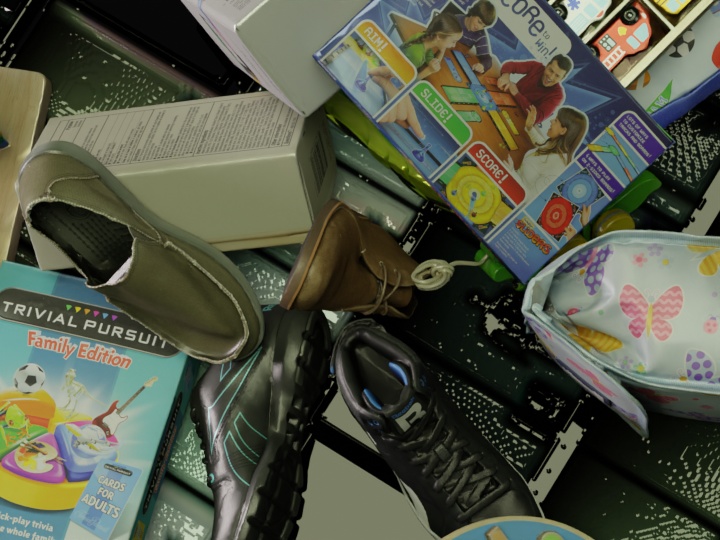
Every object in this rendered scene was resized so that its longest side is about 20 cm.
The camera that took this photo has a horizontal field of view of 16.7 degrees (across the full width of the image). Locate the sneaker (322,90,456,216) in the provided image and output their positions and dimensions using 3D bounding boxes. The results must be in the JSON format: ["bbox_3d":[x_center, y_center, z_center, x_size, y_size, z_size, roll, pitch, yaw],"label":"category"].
[{"bbox_3d":[0.039,-0.108,1.704,0.200,0.074,0.084,41,89,14],"label":"sneaker"}]

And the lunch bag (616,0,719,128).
[{"bbox_3d":[0.176,-0.188,1.680,0.170,0.124,0.200,-36,66,0],"label":"lunch bag"}]

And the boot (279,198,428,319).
[{"bbox_3d":[0.000,0.000,1.622,0.075,0.200,0.074,29,101,10],"label":"boot"}]

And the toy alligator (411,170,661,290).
[{"bbox_3d":[0.120,-0.013,1.664,0.199,0.054,0.059,-24,44,-22],"label":"toy alligator"}]

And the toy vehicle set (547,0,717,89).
[{"bbox_3d":[0.143,-0.175,1.610,0.200,0.027,0.124,-45,84,0],"label":"toy vehicle set"}]

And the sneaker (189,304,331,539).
[{"bbox_3d":[-0.077,0.116,1.678,0.079,0.075,0.201,7,70,20],"label":"sneaker"}]

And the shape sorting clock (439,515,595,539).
[{"bbox_3d":[0.103,0.260,1.595,0.199,0.039,0.201,2,82,-14],"label":"shape sorting clock"}]

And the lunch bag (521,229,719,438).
[{"bbox_3d":[0.205,0.042,1.599,0.199,0.170,0.128,6,81,6],"label":"lunch bag"}]

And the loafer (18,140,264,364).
[{"bbox_3d":[-0.151,0.001,1.622,0.200,0.070,0.075,38,119,-12],"label":"loafer"}]

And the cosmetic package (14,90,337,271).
[{"bbox_3d":[-0.124,-0.064,1.682,0.199,0.104,0.073,-6,120,14],"label":"cosmetic package"}]

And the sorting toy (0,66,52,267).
[{"bbox_3d":[-0.341,-0.064,1.746,0.198,0.070,0.201,9,78,9],"label":"sorting toy"}]

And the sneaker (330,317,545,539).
[{"bbox_3d":[0.045,0.119,1.631,0.073,0.112,0.200,-41,75,-2],"label":"sneaker"}]

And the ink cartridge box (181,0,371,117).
[{"bbox_3d":[-0.033,-0.197,1.668,0.145,0.200,0.084,-41,112,-3],"label":"ink cartridge box"}]

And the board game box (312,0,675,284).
[{"bbox_3d":[0.085,-0.110,1.567,0.135,0.034,0.200,-42,95,-1],"label":"board game box"}]

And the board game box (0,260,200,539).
[{"bbox_3d":[-0.204,0.105,1.682,0.150,0.047,0.201,12,68,10],"label":"board game box"}]
